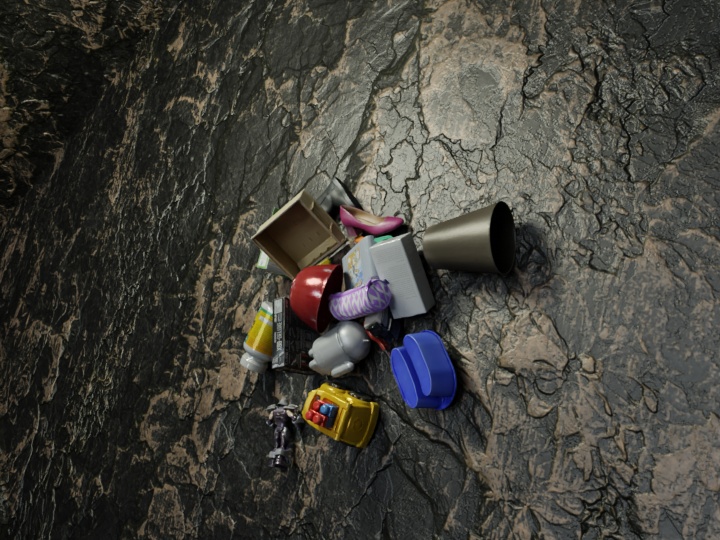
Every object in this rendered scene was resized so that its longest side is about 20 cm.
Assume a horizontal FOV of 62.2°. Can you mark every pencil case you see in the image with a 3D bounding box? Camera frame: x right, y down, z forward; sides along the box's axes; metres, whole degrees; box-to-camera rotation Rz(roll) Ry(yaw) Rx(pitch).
[{"bbox_3d":[-0.005,0.079,1.570,0.199,0.085,0.084,-25,33,52],"label":"pencil case"}]

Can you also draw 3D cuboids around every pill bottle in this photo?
[{"bbox_3d":[-0.290,0.207,1.832,0.112,0.112,0.202,27,93,40],"label":"pill bottle"}]

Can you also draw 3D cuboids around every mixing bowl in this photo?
[{"bbox_3d":[-0.132,0.064,1.682,0.107,0.200,0.202,17,85,12],"label":"mixing bowl"}]

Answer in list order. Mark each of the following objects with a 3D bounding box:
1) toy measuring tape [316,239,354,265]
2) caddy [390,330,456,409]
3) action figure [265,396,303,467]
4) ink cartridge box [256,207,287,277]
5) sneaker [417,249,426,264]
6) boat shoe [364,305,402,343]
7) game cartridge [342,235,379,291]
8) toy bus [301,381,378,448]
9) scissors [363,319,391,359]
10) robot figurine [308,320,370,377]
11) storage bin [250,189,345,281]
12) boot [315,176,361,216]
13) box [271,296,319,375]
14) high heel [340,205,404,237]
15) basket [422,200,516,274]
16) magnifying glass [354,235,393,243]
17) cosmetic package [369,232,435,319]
[{"bbox_3d":[-0.084,-0.009,1.781,0.199,0.074,0.074,-37,55,10],"label":"toy measuring tape"},{"bbox_3d":[0.162,0.245,1.473,0.142,0.104,0.201,-52,48,41],"label":"caddy"},{"bbox_3d":[-0.227,0.464,1.728,0.129,0.069,0.202,-16,62,41],"label":"action figure"},{"bbox_3d":[-0.248,-0.088,1.901,0.059,0.103,0.202,7,79,48],"label":"ink cartridge box"},{"bbox_3d":[0.095,-0.046,1.644,0.199,0.074,0.088,-15,61,35],"label":"sneaker"},{"bbox_3d":[0.068,0.107,1.620,0.074,0.092,0.201,-35,27,37],"label":"boat shoe"},{"bbox_3d":[0.000,0.000,1.656,0.200,0.041,0.135,139,130,-61],"label":"game cartridge"},{"bbox_3d":[-0.084,0.370,1.565,0.199,0.191,0.137,16,86,42],"label":"toy bus"},{"bbox_3d":[0.066,0.212,1.579,0.014,0.073,0.201,-46,53,32],"label":"scissors"},{"bbox_3d":[-0.053,0.213,1.642,0.199,0.113,0.171,-34,45,24],"label":"robot figurine"},{"bbox_3d":[-0.180,-0.100,1.779,0.199,0.199,0.094,-37,19,21],"label":"storage bin"},{"bbox_3d":[-0.102,-0.167,1.841,0.200,0.065,0.165,-46,46,14],"label":"boot"},{"bbox_3d":[-0.184,0.192,1.726,0.049,0.157,0.202,-17,66,32],"label":"box"},{"bbox_3d":[0.027,-0.152,1.705,0.198,0.067,0.097,-8,113,32],"label":"high heel"},{"bbox_3d":[0.265,-0.068,1.481,0.199,0.136,0.182,-8,66,40],"label":"basket"},{"bbox_3d":[0.035,-0.073,1.686,0.080,0.022,0.200,-47,26,-10],"label":"magnifying glass"},{"bbox_3d":[0.110,0.015,1.549,0.101,0.071,0.202,-14,99,33],"label":"cosmetic package"}]
